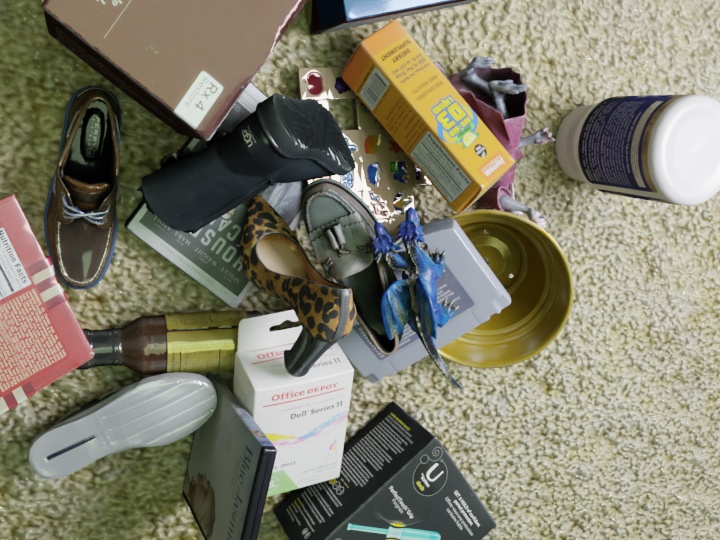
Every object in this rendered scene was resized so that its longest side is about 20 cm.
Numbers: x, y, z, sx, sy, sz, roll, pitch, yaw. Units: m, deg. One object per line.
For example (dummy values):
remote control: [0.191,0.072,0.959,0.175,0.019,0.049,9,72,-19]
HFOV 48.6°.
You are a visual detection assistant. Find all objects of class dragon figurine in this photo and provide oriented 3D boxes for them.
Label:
dragon figurine: [0.056,0.036,0.803,0.058,0.099,0.205,-3,100,25]

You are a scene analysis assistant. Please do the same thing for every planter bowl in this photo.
planter bowl: [0.145,0.007,0.932,0.195,0.084,0.204,4,117,8]

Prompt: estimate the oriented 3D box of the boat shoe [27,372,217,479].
boat shoe: [-0.249,0.150,0.836,0.196,0.071,0.074,-17,106,-10]

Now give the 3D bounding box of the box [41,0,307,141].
box: [-0.170,-0.236,0.723,0.163,0.200,0.167,37,86,-22]

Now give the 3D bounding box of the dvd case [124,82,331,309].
dvd case: [-0.134,-0.083,0.860,0.150,0.025,0.202,38,84,-23]

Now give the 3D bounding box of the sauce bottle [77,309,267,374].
sauce bottle: [-0.200,0.076,0.845,0.196,0.065,0.066,0,100,-19]

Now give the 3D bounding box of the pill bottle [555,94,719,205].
pill bottle: [0.320,-0.143,0.925,0.113,0.200,0.119,-4,102,-21]

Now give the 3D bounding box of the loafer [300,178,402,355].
loafer: [0.000,0.000,0.816,0.071,0.063,0.202,-21,122,13]

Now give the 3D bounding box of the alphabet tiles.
alphabet tiles: [0.014,-0.125,0.897,0.164,0.008,0.205,-7,97,-25]

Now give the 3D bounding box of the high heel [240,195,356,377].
high heel: [-0.059,-0.014,0.777,0.070,0.143,0.203,-7,65,-30]

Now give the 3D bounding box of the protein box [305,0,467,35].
protein box: [0.038,-0.365,0.810,0.196,0.135,0.203,-16,105,-17]

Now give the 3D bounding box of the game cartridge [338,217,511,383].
game cartridge: [0.052,0.033,0.894,0.198,0.041,0.134,-32,111,23]

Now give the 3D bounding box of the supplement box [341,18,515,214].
supplement box: [0.071,-0.162,0.847,0.066,0.069,0.201,-39,89,-31]

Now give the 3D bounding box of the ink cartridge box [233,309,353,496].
ink cartridge box: [-0.075,0.143,0.860,0.115,0.067,0.204,-9,126,-24]

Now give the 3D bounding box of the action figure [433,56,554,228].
action figure: [0.147,-0.128,0.916,0.145,0.135,0.203,4,131,13]

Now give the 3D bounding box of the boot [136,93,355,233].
boot: [-0.109,-0.102,0.795,0.166,0.200,0.078,-26,84,19]

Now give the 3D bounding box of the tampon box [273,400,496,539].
tampon box: [0.027,0.289,0.936,0.199,0.126,0.151,-39,112,-10]

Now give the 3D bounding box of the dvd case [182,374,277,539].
dvd case: [-0.140,0.209,0.817,0.017,0.199,0.146,10,98,-28]

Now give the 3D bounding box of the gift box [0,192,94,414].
gift box: [-0.377,0.033,0.700,0.198,0.185,0.188,-27,111,-30]

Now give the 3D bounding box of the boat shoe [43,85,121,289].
boat shoe: [-0.273,-0.078,0.782,0.071,0.072,0.205,2,100,-20]
